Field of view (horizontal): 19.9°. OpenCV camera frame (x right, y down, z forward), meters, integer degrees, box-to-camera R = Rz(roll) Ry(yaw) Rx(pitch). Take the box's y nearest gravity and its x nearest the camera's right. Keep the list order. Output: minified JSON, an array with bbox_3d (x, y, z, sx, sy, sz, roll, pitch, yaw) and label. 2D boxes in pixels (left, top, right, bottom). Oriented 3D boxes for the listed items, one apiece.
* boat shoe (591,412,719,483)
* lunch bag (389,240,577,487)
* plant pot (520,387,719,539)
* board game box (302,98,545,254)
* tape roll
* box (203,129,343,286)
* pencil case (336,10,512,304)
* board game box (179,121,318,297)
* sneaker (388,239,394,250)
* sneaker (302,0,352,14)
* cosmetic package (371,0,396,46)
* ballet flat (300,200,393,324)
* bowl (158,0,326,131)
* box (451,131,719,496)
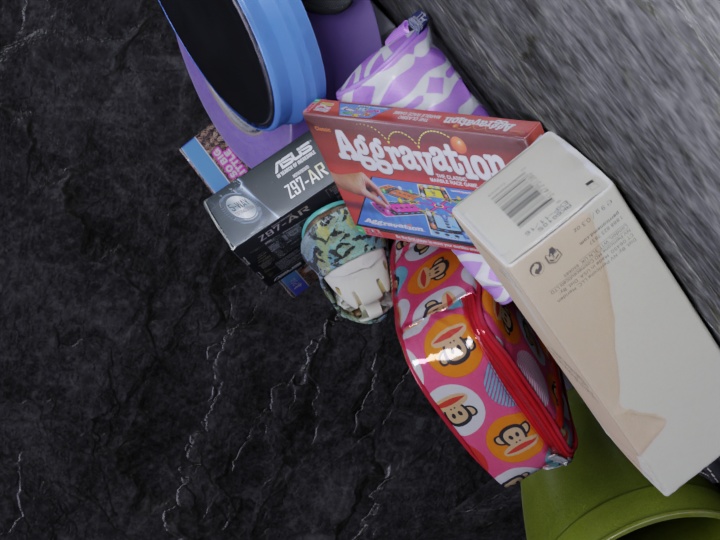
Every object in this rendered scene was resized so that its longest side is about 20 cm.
[{"bbox_3d":[0.222,0.118,1.516,0.074,0.060,0.200,53,179,-23],"label":"boat shoe"},{"bbox_3d":[0.095,0.061,1.497,0.177,0.081,0.201,54,-164,-27],"label":"lunch bag"},{"bbox_3d":[0.223,0.209,1.796,0.201,0.199,0.194,53,-169,-45],"label":"plant pot"},{"bbox_3d":[0.053,-0.057,1.314,0.199,0.019,0.104,11,135,46],"label":"board game box"},{"bbox_3d":[-0.066,-0.180,1.547,0.200,0.084,0.201,48,151,38],"label":"tape roll"},{"bbox_3d":[-0.010,-0.071,1.516,0.044,0.199,0.160,56,-179,13],"label":"box"},{"bbox_3d":[0.067,-0.073,1.383,0.201,0.084,0.086,54,-153,-10],"label":"pencil case"},{"bbox_3d":[-0.039,-0.103,1.919,0.160,0.199,0.097,52,179,14],"label":"board game box"},{"bbox_3d":[0.036,-0.038,1.679,0.202,0.075,0.115,62,168,6],"label":"sneaker"},{"bbox_3d":[-0.058,-0.242,1.367,0.200,0.074,0.085,53,178,-34],"label":"sneaker"},{"bbox_3d":[-0.023,-0.210,1.644,0.200,0.050,0.083,52,179,40],"label":"cosmetic package"},{"bbox_3d":[0.000,0.000,1.546,0.074,0.074,0.200,52,179,13],"label":"ballet flat"},{"bbox_3d":[-0.094,-0.185,1.394,0.201,0.039,0.201,52,163,23],"label":"bowl"},{"bbox_3d":[0.146,0.027,1.201,0.200,0.078,0.095,53,178,-29],"label":"box"}]
